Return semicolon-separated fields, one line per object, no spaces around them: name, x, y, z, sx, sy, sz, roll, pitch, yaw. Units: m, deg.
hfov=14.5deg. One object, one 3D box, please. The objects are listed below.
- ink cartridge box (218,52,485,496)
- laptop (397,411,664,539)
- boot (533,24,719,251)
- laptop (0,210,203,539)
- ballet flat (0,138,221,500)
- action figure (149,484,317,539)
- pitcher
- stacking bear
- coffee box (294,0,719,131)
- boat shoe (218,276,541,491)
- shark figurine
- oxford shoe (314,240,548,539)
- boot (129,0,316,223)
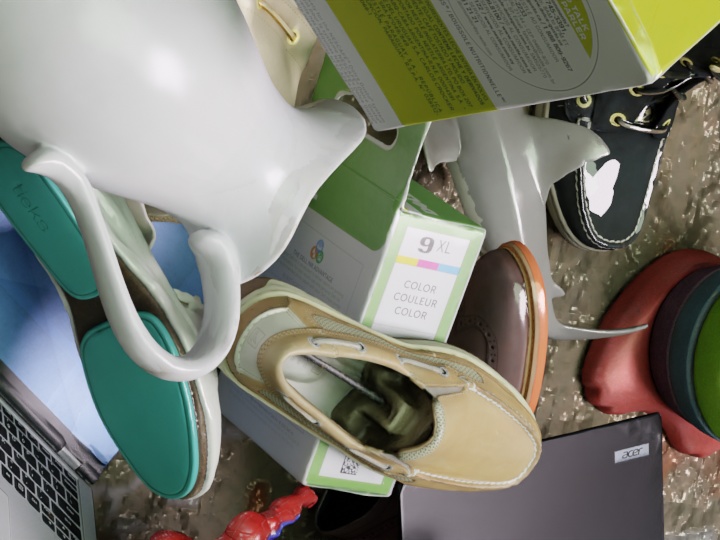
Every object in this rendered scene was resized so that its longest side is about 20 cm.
ink cartridge box;0.000;0.000;1.411;0.059;0.104;0.201;10;106;-34
laptop;0.065;0.179;1.517;0.177;0.200;0.104;-10;67;-33
boot;0.169;-0.102;1.504;0.073;0.153;0.205;0;99;-35
laptop;-0.142;0.036;1.337;0.116;0.200;0.187;-33;123;12
ballet flat;-0.108;0.009;1.328;0.069;0.069;0.201;-33;103;-26
action figure;-0.013;0.147;1.395;0.199;0.099;0.066;13;103;-17
pitcher;-0.104;-0.064;1.241;0.200;0.121;0.172;43;52;-34
stacking bear;0.239;0.057;1.559;0.121;0.200;0.114;27;83;-36
coffee box;0.073;-0.198;1.143;0.200;0.197;0.201;-41;108;-29
boat shoe;0.018;0.069;1.339;0.199;0.076;0.072;21;99;-36
shark figurine;0.093;-0.037;1.472;0.089;0.128;0.215;-17;110;13
oxford shoe;0.037;0.070;1.457;0.072;0.071;0.201;1;127;-32
boot;-0.102;-0.102;1.354;0.199;0.073;0.156;15;83;-43
